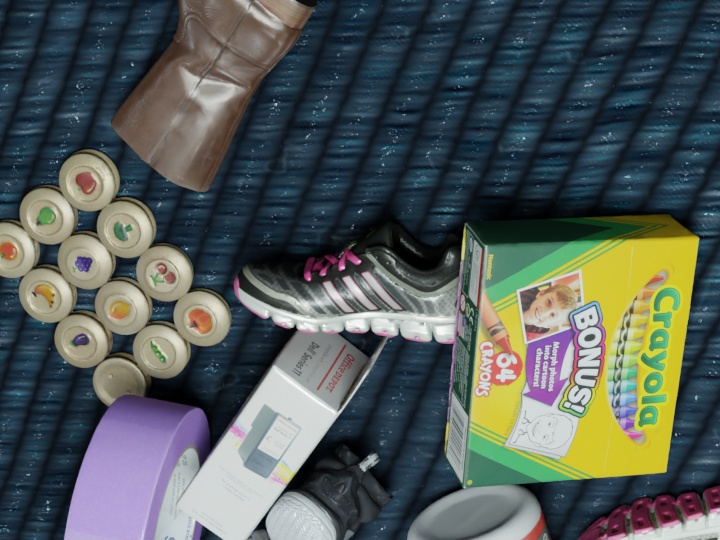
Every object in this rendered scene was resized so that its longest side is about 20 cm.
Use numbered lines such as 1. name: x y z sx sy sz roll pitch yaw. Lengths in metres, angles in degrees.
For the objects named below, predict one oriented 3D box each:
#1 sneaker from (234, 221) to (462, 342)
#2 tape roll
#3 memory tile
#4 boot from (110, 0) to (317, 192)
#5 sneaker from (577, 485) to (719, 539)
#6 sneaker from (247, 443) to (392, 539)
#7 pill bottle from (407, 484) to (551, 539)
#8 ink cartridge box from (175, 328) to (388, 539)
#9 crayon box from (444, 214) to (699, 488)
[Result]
1. sneaker: 0.000 0.000 1.232 0.198 0.074 0.088 6 112 5
2. tape roll: -0.182 0.207 1.284 0.065 0.200 0.202 10 112 8
3. memory tile: -0.217 0.012 1.319 0.153 0.017 0.200 -36 100 22
4. boot: -0.155 -0.177 1.216 0.186 0.064 0.200 37 118 -1
5. sneaker: 0.274 0.229 1.263 0.198 0.074 0.088 -14 101 12
6. sneaker: -0.035 0.217 1.325 0.075 0.114 0.200 45 149 9
7. pill bottle: 0.120 0.289 1.297 0.115 0.116 0.201 -14 107 16
8. ink cartridge box: -0.059 0.116 1.269 0.067 0.117 0.200 36 113 -1
9. crayon box: 0.160 0.062 1.201 0.171 0.058 0.202 -2 112 -14
